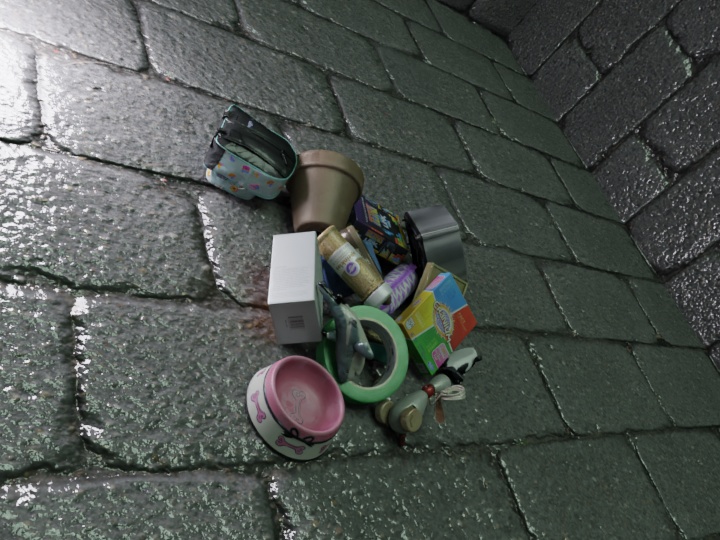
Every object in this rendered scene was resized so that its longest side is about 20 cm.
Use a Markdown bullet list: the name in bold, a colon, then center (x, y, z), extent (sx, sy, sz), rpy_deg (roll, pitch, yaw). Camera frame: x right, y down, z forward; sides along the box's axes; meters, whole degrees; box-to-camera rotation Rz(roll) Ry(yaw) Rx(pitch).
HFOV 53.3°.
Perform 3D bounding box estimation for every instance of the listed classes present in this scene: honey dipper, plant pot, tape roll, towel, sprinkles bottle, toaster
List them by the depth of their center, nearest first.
- **tape roll**: center (0.005, 0.178, 1.507), extent (0.197, 0.048, 0.204), rpy_deg (8, 71, -24)
- **sprinkles bottle**: center (-0.017, -0.004, 1.574), extent (0.200, 0.068, 0.068), rpy_deg (47, 34, 6)
- **honey dipper**: center (0.085, 0.224, 1.631), extent (0.038, 0.038, 0.200), rpy_deg (47, 32, 4)
- **towel**: center (-0.031, 0.000, 1.703), extent (0.199, 0.048, 0.114), rpy_deg (-21, 94, -48)
- **plant pot**: center (-0.094, -0.162, 1.731), extent (0.198, 0.199, 0.177), rpy_deg (24, 55, -28)
- **toaster**: center (0.192, -0.054, 1.851), extent (0.201, 0.117, 0.184), rpy_deg (-111, -174, -65)

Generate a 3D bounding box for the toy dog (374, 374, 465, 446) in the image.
- **toy dog**: center (0.127, 0.305, 1.533), extent (0.197, 0.098, 0.132), rpy_deg (-15, 20, -21)

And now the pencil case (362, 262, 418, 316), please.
- **pencil case**: center (0.076, 0.050, 1.758), extent (0.083, 0.087, 0.200), rpy_deg (28, 30, 12)

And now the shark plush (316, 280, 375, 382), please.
- **shark plush**: center (-0.038, 0.120, 1.418), extent (0.091, 0.082, 0.203), rpy_deg (-118, -175, -69)

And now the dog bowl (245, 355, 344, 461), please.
- **dog bowl**: center (-0.115, 0.251, 1.357), extent (0.198, 0.074, 0.202), rpy_deg (29, 37, -24)

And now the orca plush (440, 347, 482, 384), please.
- **orca plush**: center (0.247, 0.247, 1.746), extent (0.200, 0.103, 0.073), rpy_deg (-43, 129, -79)

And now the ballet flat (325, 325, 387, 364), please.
- **ballet flat**: center (-0.004, 0.154, 1.592), extent (0.198, 0.071, 0.071), rpy_deg (23, 39, -26)

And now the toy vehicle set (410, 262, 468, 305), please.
- **toy vehicle set**: center (0.181, 0.098, 1.759), extent (0.123, 0.026, 0.203), rpy_deg (29, 77, -27)

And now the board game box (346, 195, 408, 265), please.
- **board game box**: center (0.035, -0.118, 1.871), extent (0.164, 0.057, 0.201), rpy_deg (30, 23, -21)

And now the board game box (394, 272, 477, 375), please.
- **board game box**: center (0.179, 0.125, 1.702), extent (0.200, 0.040, 0.154), rpy_deg (-43, 111, -32)

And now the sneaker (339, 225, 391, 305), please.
- **sneaker**: center (0.000, 0.000, 1.640), extent (0.202, 0.075, 0.070), rpy_deg (62, 4, 7)

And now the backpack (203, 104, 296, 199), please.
- **backpack**: center (-0.254, -0.257, 1.667), extent (0.197, 0.154, 0.177), rpy_deg (23, 41, -14)

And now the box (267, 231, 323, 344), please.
- **box**: center (-0.131, 0.034, 1.493), extent (0.095, 0.126, 0.202), rpy_deg (-5, 44, 3)
